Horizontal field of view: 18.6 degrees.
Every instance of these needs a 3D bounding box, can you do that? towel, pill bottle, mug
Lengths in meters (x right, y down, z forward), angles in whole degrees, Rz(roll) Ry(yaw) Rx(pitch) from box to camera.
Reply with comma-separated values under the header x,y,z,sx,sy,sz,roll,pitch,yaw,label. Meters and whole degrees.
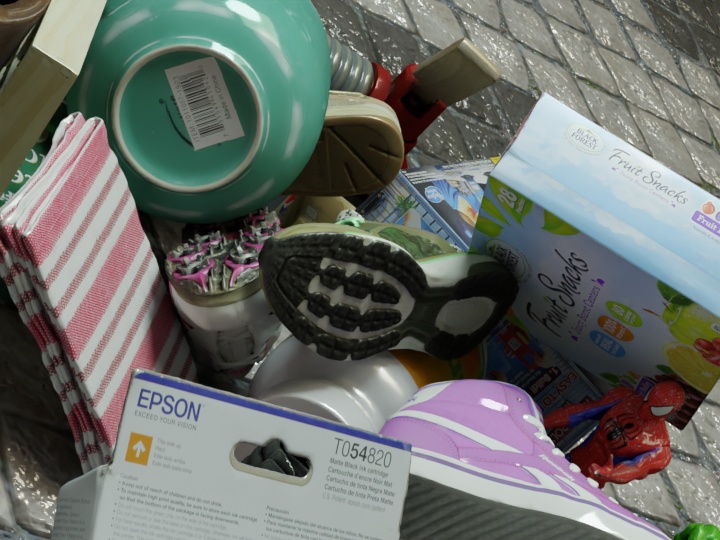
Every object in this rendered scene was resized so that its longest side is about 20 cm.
x,y,z,sx,sy,sz,roll,pitch,yaw,label
-0.137,0.031,1.175,0.147,0.030,0.201,-68,144,-61,towel
-0.003,0.077,1.301,0.111,0.111,0.200,47,26,0,pill bottle
-0.108,-0.111,1.271,0.184,0.153,0.115,23,20,-7,mug

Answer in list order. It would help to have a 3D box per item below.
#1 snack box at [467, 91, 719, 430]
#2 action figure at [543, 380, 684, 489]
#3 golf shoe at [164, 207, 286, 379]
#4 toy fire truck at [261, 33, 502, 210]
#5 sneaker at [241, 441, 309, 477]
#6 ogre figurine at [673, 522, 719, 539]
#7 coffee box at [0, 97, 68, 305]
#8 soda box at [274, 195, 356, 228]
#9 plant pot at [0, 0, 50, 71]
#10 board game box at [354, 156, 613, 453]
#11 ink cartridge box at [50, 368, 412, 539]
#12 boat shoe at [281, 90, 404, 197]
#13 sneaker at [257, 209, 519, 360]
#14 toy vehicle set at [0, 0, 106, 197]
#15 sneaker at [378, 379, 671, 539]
x,y,z,sx,sy,sz,roll,pitch,yaw,label
0.148,0.000,1.274,0.168,0.068,0.200,33,-18,7,snack box
0.109,0.129,1.299,0.099,0.200,0.066,4,48,-50,action figure
-0.068,0.018,1.264,0.200,0.072,0.093,-85,166,-83,golf shoe
-0.011,-0.122,1.462,0.175,0.200,0.129,33,29,-27,toy fire truck
-0.064,0.149,1.124,0.071,0.099,0.200,43,28,-11,sneaker
0.142,0.206,1.213,0.199,0.098,0.121,12,46,-48,ogre figurine
-0.205,-0.065,1.270,0.123,0.044,0.201,30,31,-34,coffee box
0.018,0.031,1.451,0.200,0.064,0.068,39,27,-14,soda box
-0.267,-0.115,1.074,0.200,0.198,0.201,35,28,-22,plant pot
0.107,0.022,1.455,0.200,0.062,0.200,54,26,13,board game box
-0.065,0.163,1.048,0.199,0.040,0.202,20,76,-43,ink cartridge box
-0.073,-0.083,1.385,0.198,0.073,0.065,-2,27,-2,boat shoe
0.000,0.000,1.240,0.089,0.077,0.199,41,17,35,sneaker
-0.175,-0.097,1.142,0.026,0.125,0.200,31,23,-13,toy vehicle set
0.106,0.116,1.187,0.199,0.073,0.114,24,39,11,sneaker
